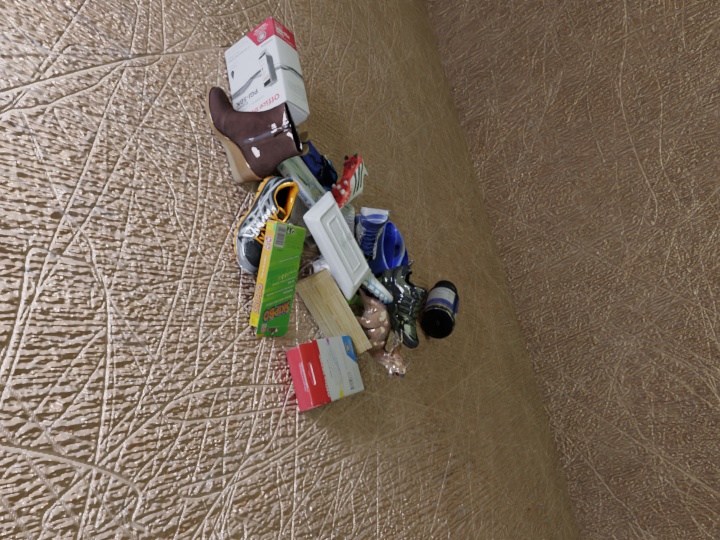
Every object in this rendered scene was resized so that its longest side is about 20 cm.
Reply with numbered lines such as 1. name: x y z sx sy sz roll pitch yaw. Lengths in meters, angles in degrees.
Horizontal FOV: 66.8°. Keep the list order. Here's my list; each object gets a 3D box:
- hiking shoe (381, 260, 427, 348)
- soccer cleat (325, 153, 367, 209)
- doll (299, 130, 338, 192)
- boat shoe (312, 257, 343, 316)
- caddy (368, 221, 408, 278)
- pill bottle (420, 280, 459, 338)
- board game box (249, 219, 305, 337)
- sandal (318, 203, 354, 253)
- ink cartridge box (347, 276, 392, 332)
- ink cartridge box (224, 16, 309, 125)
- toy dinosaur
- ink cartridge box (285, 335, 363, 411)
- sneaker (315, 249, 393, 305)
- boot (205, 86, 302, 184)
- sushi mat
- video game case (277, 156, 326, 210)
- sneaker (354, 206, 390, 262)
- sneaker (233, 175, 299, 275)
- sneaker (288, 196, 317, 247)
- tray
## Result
1. hiking shoe: 0.117 0.083 1.324 0.075 0.098 0.207 -3 74 -63
2. soccer cleat: -0.032 -0.200 1.368 0.086 0.067 0.205 52 49 -42
3. doll: -0.097 -0.246 1.365 0.200 0.047 0.141 46 37 -49
4. boat shoe: -0.067 0.070 1.182 0.071 0.066 0.208 -93 175 -73
5. caddy: 0.078 -0.039 1.499 0.142 0.102 0.204 51 31 -31
6. pill bottle: 0.258 0.117 1.744 0.114 0.109 0.201 60 27 -17
7. board game box: -0.152 0.018 1.001 0.095 0.029 0.209 8 91 -62
8. sandal: -0.052 -0.092 1.335 0.206 0.079 0.051 -71 176 -46
9. ink cartridge box: 0.012 0.055 1.333 0.205 0.074 0.148 64 26 -15
10. ink cartridge box: -0.199 -0.395 1.152 0.082 0.143 0.207 15 57 -57
11. toy dinosaur: 0.040 0.131 1.212 0.086 0.130 0.209 -74 158 -80
12. ink cartridge box: -0.076 0.198 1.061 0.198 0.066 0.120 6 66 -62
13. sneaker: 0.000 0.000 1.233 0.197 0.075 0.088 36 63 -7
14. boot: -0.202 -0.283 1.042 0.072 0.162 0.207 -21 90 -64
15. sushi mat: -0.057 0.095 1.142 0.204 0.093 0.012 61 27 -18
16. video game case: -0.132 -0.206 1.193 0.184 0.022 0.201 53 12 -11
17. sneaker: 0.023 -0.084 1.344 0.199 0.077 0.120 155 -60 -78
18. sneaker: -0.174 -0.090 1.019 0.078 0.075 0.207 34 65 -44
19. sneaker: -0.137 -0.109 1.162 0.199 0.068 0.083 25 52 -57
20. tray: -0.039 -0.052 1.129 0.108 0.022 0.204 -50 121 -44
